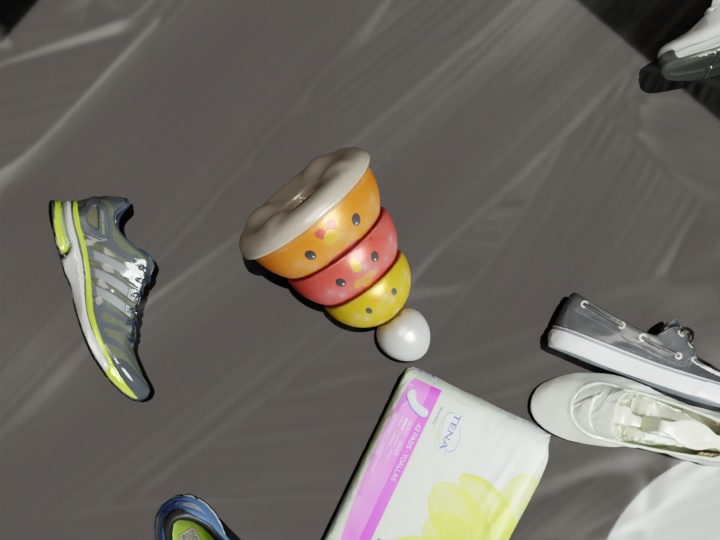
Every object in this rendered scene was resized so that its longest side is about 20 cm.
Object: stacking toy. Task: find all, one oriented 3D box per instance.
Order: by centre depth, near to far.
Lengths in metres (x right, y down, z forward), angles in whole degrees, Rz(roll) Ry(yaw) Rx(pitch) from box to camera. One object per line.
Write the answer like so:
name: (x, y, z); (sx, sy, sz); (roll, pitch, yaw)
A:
stacking toy: (0.000, 0.000, 1.733); (0.146, 0.146, 0.200); (-41, 105, -5)

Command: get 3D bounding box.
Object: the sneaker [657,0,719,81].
sneaker: (0.350, -0.259, 1.787); (0.200, 0.076, 0.115); (-24, 78, -12)

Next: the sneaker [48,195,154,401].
sneaker: (-0.223, 0.021, 1.737); (0.081, 0.074, 0.200); (-17, 88, -6)

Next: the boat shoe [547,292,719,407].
boat shoe: (0.275, 0.073, 1.755); (0.200, 0.070, 0.066); (20, 86, 7)

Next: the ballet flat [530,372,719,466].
ballet flat: (0.258, 0.136, 1.746); (0.200, 0.069, 0.070); (14, 85, -1)

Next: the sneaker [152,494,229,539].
sneaker: (-0.124, 0.294, 1.707); (0.079, 0.089, 0.200); (-37, 88, -3)

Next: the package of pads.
package of pads: (0.070, 0.208, 1.732); (0.154, 0.068, 0.200); (25, 85, 1)
